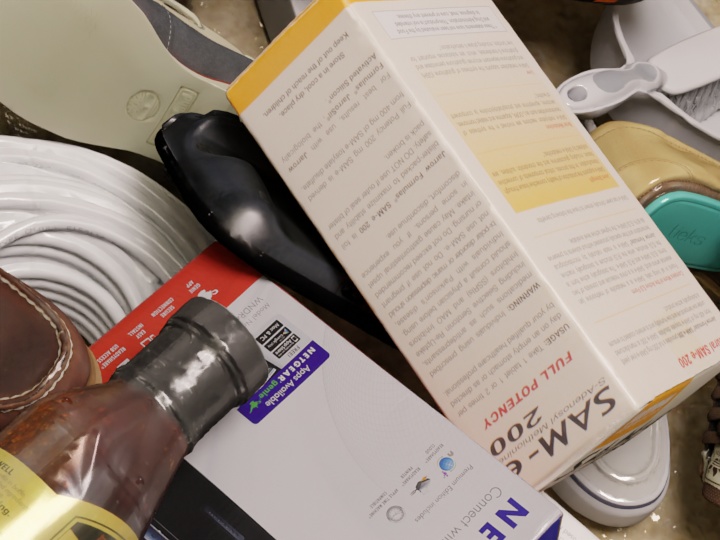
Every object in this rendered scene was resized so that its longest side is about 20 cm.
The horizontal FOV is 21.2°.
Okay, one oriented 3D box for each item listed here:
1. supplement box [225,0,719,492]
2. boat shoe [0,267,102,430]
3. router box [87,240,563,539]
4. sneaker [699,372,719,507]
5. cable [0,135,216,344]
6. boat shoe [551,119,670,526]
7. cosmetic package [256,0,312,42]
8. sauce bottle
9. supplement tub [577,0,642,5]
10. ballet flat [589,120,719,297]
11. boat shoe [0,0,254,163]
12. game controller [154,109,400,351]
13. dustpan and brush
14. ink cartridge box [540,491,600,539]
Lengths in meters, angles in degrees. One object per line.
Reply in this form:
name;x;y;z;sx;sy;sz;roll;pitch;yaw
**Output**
supplement box;0.052;-0.018;0.773;0.201;0.073;0.126;56;29;12
boat shoe;-0.187;0.007;0.711;0.199;0.071;0.071;19;59;24
router box;-0.057;0.109;0.695;0.179;0.049;0.200;36;62;23
sneaker;0.183;0.071;0.833;0.075;0.070;0.202;-19;105;-17
cable;-0.138;0.043;0.801;0.198;0.069;0.201;-1;66;-14
boat shoe;0.105;0.014;0.882;0.071;0.066;0.201;0;66;-16
cosmetic package;-0.003;-0.129;0.928;0.082;0.051;0.201;-11;69;-17
sauce bottle;-0.110;0.085;0.641;0.066;0.066;0.200;43;65;7
supplement tub;0.075;-0.188;0.876;0.198;0.123;0.123;5;64;-10
ballet flat;0.174;-0.023;0.888;0.199;0.069;0.063;24;28;-43
boat shoe;-0.100;-0.092;0.839;0.199;0.071;0.063;26;24;-34
game controller;0.000;0.000;0.812;0.199;0.042;0.105;30;24;-33
dustpan and brush;0.144;-0.089;0.914;0.199;0.057;0.140;-24;71;-41
ink cartridge box;0.014;0.186;0.748;0.068;0.115;0.200;40;63;6
